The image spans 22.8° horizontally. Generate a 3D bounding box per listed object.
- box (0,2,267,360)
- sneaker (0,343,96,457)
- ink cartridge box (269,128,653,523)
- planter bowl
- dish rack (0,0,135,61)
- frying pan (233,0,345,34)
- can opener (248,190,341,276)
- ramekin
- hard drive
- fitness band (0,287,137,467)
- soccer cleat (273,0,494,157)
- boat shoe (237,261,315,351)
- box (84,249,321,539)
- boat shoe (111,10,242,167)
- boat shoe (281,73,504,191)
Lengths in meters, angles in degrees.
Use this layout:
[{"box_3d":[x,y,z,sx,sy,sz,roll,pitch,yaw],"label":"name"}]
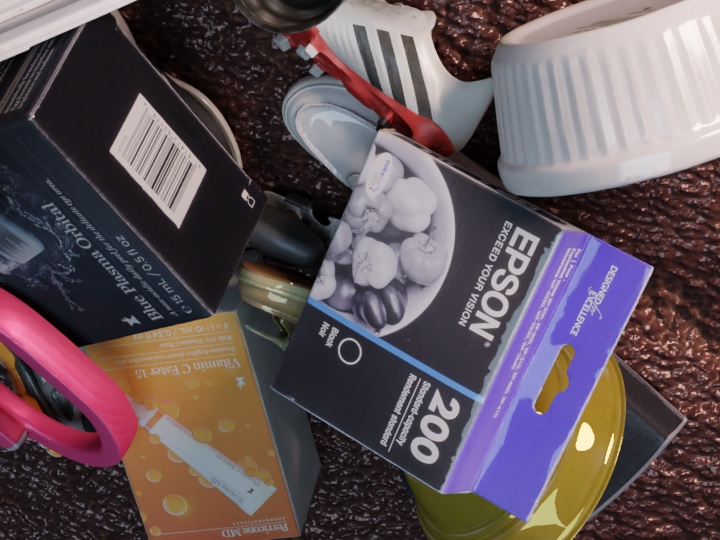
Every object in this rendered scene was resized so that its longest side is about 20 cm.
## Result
[{"box_3d":[-0.208,-0.054,1.229,0.199,0.118,0.197,-13,131,37],"label":"box"},{"box_3d":[-0.243,0.045,1.371,0.077,0.078,0.201,-21,117,6],"label":"sneaker"},{"box_3d":[0.061,0.039,1.175,0.199,0.043,0.199,28,106,18],"label":"ink cartridge box"},{"box_3d":[0.087,0.115,1.263,0.083,0.201,0.200,32,120,-29],"label":"planter bowl"},{"box_3d":[-0.205,-0.239,1.143,0.199,0.044,0.172,-24,73,-5],"label":"dish rack"},{"box_3d":[-0.062,-0.233,1.164,0.190,0.031,0.115,47,112,27],"label":"frying pan"},{"box_3d":[0.000,0.000,1.287,0.199,0.066,0.053,22,124,14],"label":"can opener"},{"box_3d":[0.176,-0.125,1.145,0.201,0.202,0.095,-14,103,16],"label":"ramekin"},{"box_3d":[0.137,0.143,1.373,0.135,0.042,0.200,41,116,-13],"label":"hard drive"},{"box_3d":[-0.249,0.076,1.280,0.200,0.038,0.143,44,145,-23],"label":"fitness band"},{"box_3d":[0.005,-0.161,1.225,0.200,0.069,0.085,43,81,2],"label":"soccer cleat"},{"box_3d":[-0.013,0.053,1.293,0.199,0.073,0.063,28,92,-32],"label":"boat shoe"},{"box_3d":[-0.117,0.100,1.360,0.124,0.098,0.201,-8,117,13],"label":"box"},{"box_3d":[-0.165,-0.119,1.271,0.076,0.060,0.200,-39,106,25],"label":"boat shoe"},{"box_3d":[0.029,-0.064,1.265,0.200,0.069,0.072,38,117,-12],"label":"boat shoe"}]
